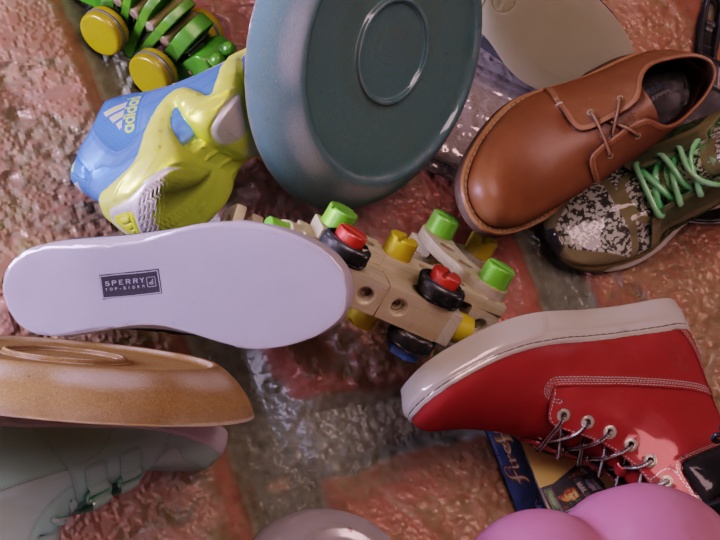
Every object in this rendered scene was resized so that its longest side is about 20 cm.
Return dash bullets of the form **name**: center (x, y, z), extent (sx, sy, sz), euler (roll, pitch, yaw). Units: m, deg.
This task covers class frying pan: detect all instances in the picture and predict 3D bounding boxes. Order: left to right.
- **frying pan**: center (0.239, -0.107, 1.573), extent (0.115, 0.031, 0.190), euler (40, 57, 3)

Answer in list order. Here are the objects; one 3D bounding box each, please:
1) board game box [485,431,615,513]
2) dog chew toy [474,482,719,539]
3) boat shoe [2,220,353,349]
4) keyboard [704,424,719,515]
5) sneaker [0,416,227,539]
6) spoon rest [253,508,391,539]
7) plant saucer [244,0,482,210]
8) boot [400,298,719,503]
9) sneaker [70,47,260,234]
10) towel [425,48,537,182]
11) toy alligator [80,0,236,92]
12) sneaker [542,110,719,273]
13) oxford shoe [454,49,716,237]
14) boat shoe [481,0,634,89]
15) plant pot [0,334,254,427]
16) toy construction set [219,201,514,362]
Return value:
- **board game box**: center (0.163, 0.147, 1.379), extent (0.135, 0.035, 0.200), euler (-8, 64, -27)
- **dog chew toy**: center (0.105, 0.177, 1.235), extent (0.200, 0.125, 0.125), euler (-2, 61, -24)
- **boat shoe**: center (-0.095, 0.005, 1.284), extent (0.200, 0.057, 0.069), euler (1, 97, 17)
- **keyboard**: center (0.267, 0.118, 1.312), extent (0.200, 0.021, 0.127), euler (-16, 108, -1)
- **sneaker**: center (-0.159, 0.128, 1.242), extent (0.200, 0.074, 0.118), euler (3, 82, -37)
- **spoon rest**: center (0.007, 0.211, 1.269), extent (0.099, 0.061, 0.200), euler (-13, 53, -30)
- **plant saucer**: center (0.011, -0.130, 1.370), extent (0.027, 0.200, 0.200), euler (17, 43, 38)
- **boot**: center (0.128, 0.098, 1.331), extent (0.200, 0.072, 0.144), euler (-8, 65, -31)
- **sneaker**: center (-0.089, -0.098, 1.372), extent (0.105, 0.076, 0.200), euler (23, 50, 37)
- **towel**: center (0.042, -0.125, 1.494), extent (0.200, 0.034, 0.133), euler (23, 53, -8)
- **toy alligator**: center (-0.102, -0.134, 1.424), extent (0.200, 0.054, 0.059), euler (40, 54, 4)
- **sneaker**: center (0.205, -0.065, 1.471), extent (0.200, 0.089, 0.077), euler (-26, 81, -13)
- **oxford shoe**: center (0.136, -0.085, 1.416), extent (0.200, 0.071, 0.071), euler (-35, 102, -31)
- **boat shoe**: center (0.084, -0.171, 1.481), extent (0.200, 0.071, 0.063), euler (24, 15, -20)
- **plant pot**: center (-0.153, 0.054, 1.209), extent (0.200, 0.200, 0.027), euler (4, 93, -21)
- **toy construction set**: center (0.000, 0.000, 1.350), extent (0.200, 0.092, 0.131), euler (9, 22, -17)
